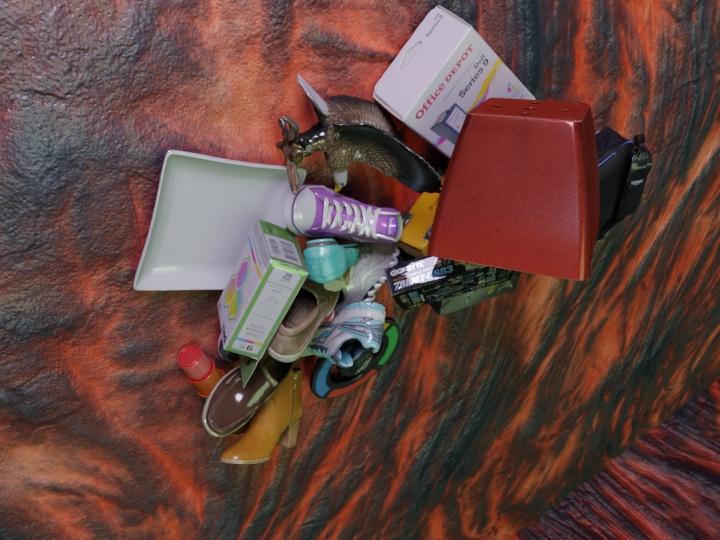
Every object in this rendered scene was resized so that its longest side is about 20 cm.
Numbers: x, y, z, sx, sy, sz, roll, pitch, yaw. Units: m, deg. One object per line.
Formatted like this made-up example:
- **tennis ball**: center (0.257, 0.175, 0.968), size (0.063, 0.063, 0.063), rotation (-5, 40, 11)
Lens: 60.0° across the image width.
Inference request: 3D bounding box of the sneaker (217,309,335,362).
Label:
- **sneaker**: center (-0.125, 0.088, 0.961), size (0.199, 0.096, 0.079), rotation (-33, 142, -8)

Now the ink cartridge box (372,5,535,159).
- **ink cartridge box**: center (0.134, -0.244, 0.875), size (0.199, 0.088, 0.146), rotation (25, 109, -46)

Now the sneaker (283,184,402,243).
- **sneaker**: center (-0.010, -0.076, 0.866), size (0.199, 0.113, 0.074), rotation (3, 95, -55)

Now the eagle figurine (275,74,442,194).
- **eagle figurine**: center (-0.006, -0.160, 0.800), size (0.197, 0.154, 0.151), rotation (-7, 170, -13)

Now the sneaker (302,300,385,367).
- **sneaker**: center (-0.046, 0.115, 1.005), size (0.199, 0.087, 0.077), rotation (-24, 143, 35)

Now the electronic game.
- **electronic game**: center (-0.008, 0.162, 1.145), size (0.199, 0.042, 0.201), rotation (-30, 147, -22)

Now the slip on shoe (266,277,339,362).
- **slip on shoe**: center (-0.079, 0.041, 0.902), size (0.201, 0.075, 0.061), rotation (-59, 169, -46)

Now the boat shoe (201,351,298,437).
- **boat shoe**: center (-0.162, 0.169, 0.961), size (0.075, 0.075, 0.203), rotation (-33, -168, 47)

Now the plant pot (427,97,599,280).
- **plant pot**: center (0.210, -0.121, 0.803), size (0.200, 0.197, 0.179), rotation (-44, 139, -57)

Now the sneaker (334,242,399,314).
- **sneaker**: center (0.000, 0.000, 1.005), size (0.080, 0.075, 0.202), rotation (8, 120, -32)

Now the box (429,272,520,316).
- **box**: center (0.230, -0.011, 1.193), size (0.198, 0.048, 0.160), rotation (-16, 133, -27)

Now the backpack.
- **backpack**: center (0.409, -0.144, 1.137), size (0.199, 0.155, 0.191), rotation (-32, 132, -1)

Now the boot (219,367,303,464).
- **boot**: center (-0.160, 0.230, 1.029), size (0.201, 0.070, 0.146), rotation (3, 89, -64)

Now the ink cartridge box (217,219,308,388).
- **ink cartridge box**: center (-0.147, 0.046, 0.845), size (0.059, 0.104, 0.201), rotation (18, 115, -28)

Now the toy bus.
- **toy bus**: center (0.135, -0.101, 0.977), size (0.201, 0.065, 0.079), rotation (-53, 146, -17)

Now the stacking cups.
- **stacking cups**: center (-0.230, 0.194, 0.997), size (0.060, 0.061, 0.201), rotation (-33, 140, -10)

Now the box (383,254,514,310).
- **box**: center (0.145, 0.006, 0.984), size (0.196, 0.050, 0.200), rotation (-16, 167, 7)

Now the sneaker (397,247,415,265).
- **sneaker**: center (0.145, -0.035, 1.048), size (0.198, 0.078, 0.085), rotation (-21, 148, 15)

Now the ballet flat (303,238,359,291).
- **ballet flat**: center (-0.040, -0.006, 0.889), size (0.066, 0.072, 0.200), rotation (-5, -179, 9)

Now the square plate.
- **square plate**: center (-0.187, -0.061, 0.827), size (0.196, 0.028, 0.202), rotation (0, 125, -40)
